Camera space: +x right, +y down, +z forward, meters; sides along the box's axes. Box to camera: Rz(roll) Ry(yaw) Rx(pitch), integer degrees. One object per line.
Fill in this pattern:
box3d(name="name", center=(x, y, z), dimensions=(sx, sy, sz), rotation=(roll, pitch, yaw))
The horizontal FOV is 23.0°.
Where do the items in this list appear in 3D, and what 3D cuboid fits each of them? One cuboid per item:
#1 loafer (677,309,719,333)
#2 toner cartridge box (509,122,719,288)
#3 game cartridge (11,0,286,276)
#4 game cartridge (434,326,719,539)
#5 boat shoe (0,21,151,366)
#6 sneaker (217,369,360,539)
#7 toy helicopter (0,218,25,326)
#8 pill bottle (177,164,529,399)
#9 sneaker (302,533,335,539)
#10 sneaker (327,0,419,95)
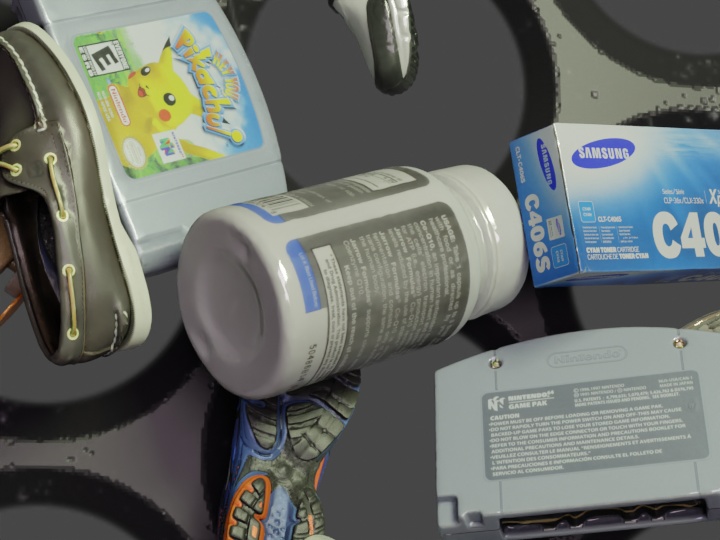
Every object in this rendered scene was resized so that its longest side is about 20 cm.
box3d(name="loafer", center=(0.198, 0.096, 1.141), dimensions=(0.200, 0.063, 0.072), rotation=(-39, 89, -16))
box3d(name="toner cartridge box", center=(0.187, -0.041, 1.132), dimensions=(0.199, 0.043, 0.096), rotation=(-2, 78, -40))
box3d(name="game cartridge", center=(-0.124, -0.103, 1.092), dimensions=(0.133, 0.040, 0.201), rotation=(-18, 82, -42))
box3d(name="game cartridge", center=(0.145, 0.097, 1.091), dimensions=(0.199, 0.041, 0.134), rotation=(-6, 53, 9))
box3d(name="boat shoe", center=(-0.182, -0.045, 1.016), dimensions=(0.060, 0.072, 0.202), rotation=(-17, 85, -41))
box3d(name="sneaker", center=(-0.054, 0.117, 1.080), dimensions=(0.075, 0.078, 0.201), rotation=(22, 59, -12))
box3d(name="toy helicopter", center=(-0.203, -0.044, 1.078), dimensions=(0.199, 0.079, 0.133), rotation=(-29, 80, -28))
box3d(name="pill bottle", center=(0.000, 0.000, 1.064), dimensions=(0.199, 0.114, 0.114), rotation=(-15, 82, -38))
box3d(name="sneaker", center=(0.028, 0.227, 1.027), dimensions=(0.200, 0.086, 0.078), rotation=(42, 73, -47))
box3d(name="sneaker", center=(-0.016, -0.204, 1.156), dimensions=(0.080, 0.074, 0.201), rotation=(-18, 79, 0))
